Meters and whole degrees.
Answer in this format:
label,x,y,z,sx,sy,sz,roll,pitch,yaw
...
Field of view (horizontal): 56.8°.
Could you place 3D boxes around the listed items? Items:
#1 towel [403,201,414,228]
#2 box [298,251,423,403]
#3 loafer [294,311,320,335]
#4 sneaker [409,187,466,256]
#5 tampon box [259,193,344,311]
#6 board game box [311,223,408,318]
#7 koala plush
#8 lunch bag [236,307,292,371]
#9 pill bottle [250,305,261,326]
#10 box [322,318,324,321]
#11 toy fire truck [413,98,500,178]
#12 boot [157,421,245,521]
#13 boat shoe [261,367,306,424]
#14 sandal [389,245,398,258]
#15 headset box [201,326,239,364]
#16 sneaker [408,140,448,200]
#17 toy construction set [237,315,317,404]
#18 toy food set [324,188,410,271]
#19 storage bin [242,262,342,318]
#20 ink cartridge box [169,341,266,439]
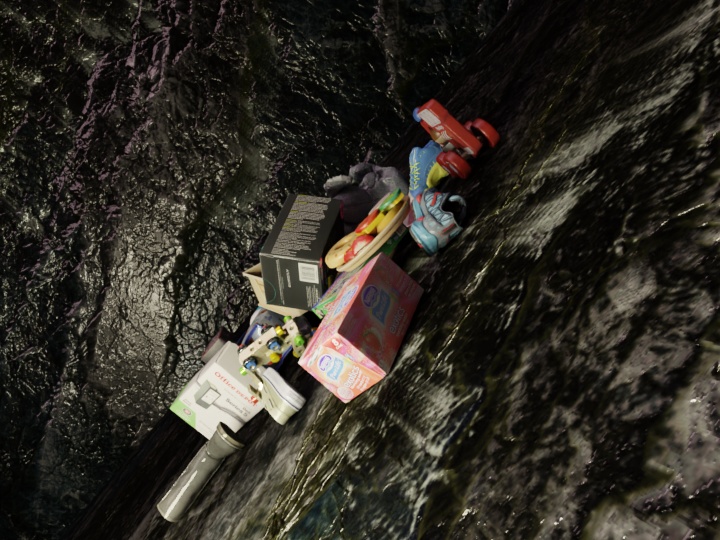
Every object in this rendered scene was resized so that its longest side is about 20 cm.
label,x,y,z,sx,sy,sz,roll,pitch,yaw
towel,0.056,-0.089,1.455,0.199,0.023,0.144,-26,19,18
box,0.006,0.079,0.978,0.103,0.095,0.200,-40,13,40
loafer,-0.120,0.115,1.529,0.070,0.068,0.201,-39,16,12
sneaker,0.146,-0.096,1.158,0.095,0.079,0.200,-31,23,22
tampon box,-0.114,-0.039,1.396,0.200,0.126,0.150,-71,-14,-45
board game box,-0.001,-0.001,1.260,0.200,0.029,0.134,-51,11,-30
koala plush,0.002,-0.165,1.595,0.199,0.178,0.183,-15,14,-38
lunch bag,-0.238,0.190,1.610,0.200,0.123,0.170,-60,4,22
pill bottle,-0.240,0.131,1.863,0.111,0.111,0.200,-44,10,29
box,-0.014,0.077,1.226,0.161,0.049,0.200,-43,11,22
toy fire truck,0.186,-0.289,1.397,0.112,0.168,0.200,-48,9,3
boot,-0.314,0.391,1.291,0.200,0.073,0.182,-45,-6,-17
boat shoe,-0.153,0.225,1.210,0.062,0.072,0.200,-48,12,-11
sandal,-0.002,0.002,1.408,0.212,0.070,0.078,-54,10,-28
headset box,-0.340,0.239,1.781,0.077,0.149,0.200,-50,8,-2
sneaker,0.136,-0.220,1.548,0.200,0.105,0.076,-52,9,-18
toy construction set,-0.170,0.176,1.348,0.200,0.131,0.092,-50,51,-4
toy food set,0.019,-0.076,1.250,0.198,0.049,0.200,-47,8,-10
storage bin,-0.134,0.012,1.562,0.200,0.094,0.198,-31,25,-29
ink cartridge box,-0.298,0.272,1.459,0.200,0.145,0.084,-44,11,31
